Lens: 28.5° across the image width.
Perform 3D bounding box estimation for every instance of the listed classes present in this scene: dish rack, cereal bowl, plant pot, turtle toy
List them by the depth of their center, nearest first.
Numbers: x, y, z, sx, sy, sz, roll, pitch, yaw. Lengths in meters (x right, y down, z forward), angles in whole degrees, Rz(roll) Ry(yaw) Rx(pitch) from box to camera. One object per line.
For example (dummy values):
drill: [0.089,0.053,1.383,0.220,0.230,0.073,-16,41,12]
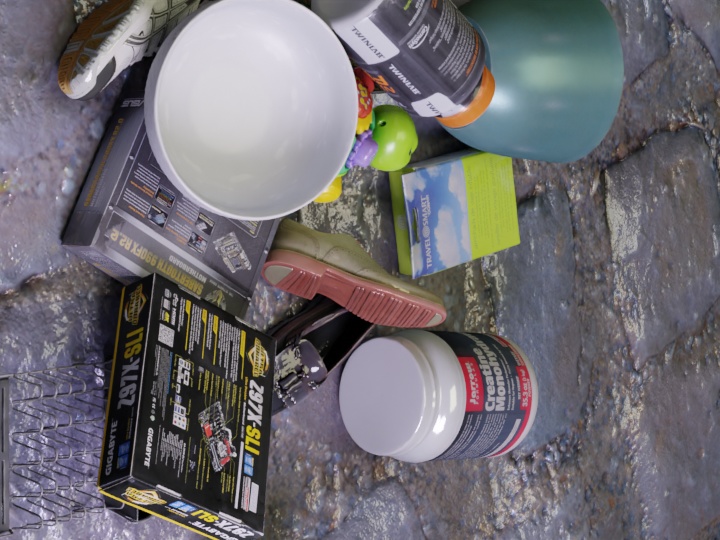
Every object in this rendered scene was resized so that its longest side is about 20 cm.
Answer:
dish rack: [-0.261,0.154,1.230,0.199,0.054,0.155,-5,95,-54]
cereal bowl: [-0.106,-0.147,1.277,0.198,0.083,0.202,-3,97,-29]
turtle toy: [-0.023,-0.150,1.414,0.199,0.100,0.147,22,58,-51]
plant pot: [0.167,-0.219,1.584,0.160,0.200,0.203,-5,96,-34]

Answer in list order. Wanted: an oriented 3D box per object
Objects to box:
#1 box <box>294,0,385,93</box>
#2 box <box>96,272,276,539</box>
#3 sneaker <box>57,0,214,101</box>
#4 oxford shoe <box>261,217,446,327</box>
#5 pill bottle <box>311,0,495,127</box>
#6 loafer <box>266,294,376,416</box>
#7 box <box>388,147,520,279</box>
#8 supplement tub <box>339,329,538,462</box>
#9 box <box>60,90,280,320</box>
box: [-0.022,-0.244,1.431,0.200,0.109,0.035,36,67,-43]
box: [-0.149,0.123,1.261,0.159,0.049,0.202,33,47,-41]
sneaker: [-0.190,-0.215,1.276,0.088,0.075,0.201,53,57,-35]
oxford shoe: [0.000,0.000,1.448,0.198,0.071,0.074,21,58,-13]
pill bottle: [0.050,-0.218,1.353,0.200,0.106,0.107,39,65,-42]
loafer: [-0.048,0.080,1.457,0.200,0.063,0.072,-45,123,-36]
box: [0.103,-0.069,1.622,0.199,0.047,0.123,-18,105,-45]
supplement tub: [0.088,0.136,1.552,0.199,0.139,0.142,5,89,-47]
box: [-0.167,-0.049,1.330,0.200,0.048,0.160,35,67,-42]
